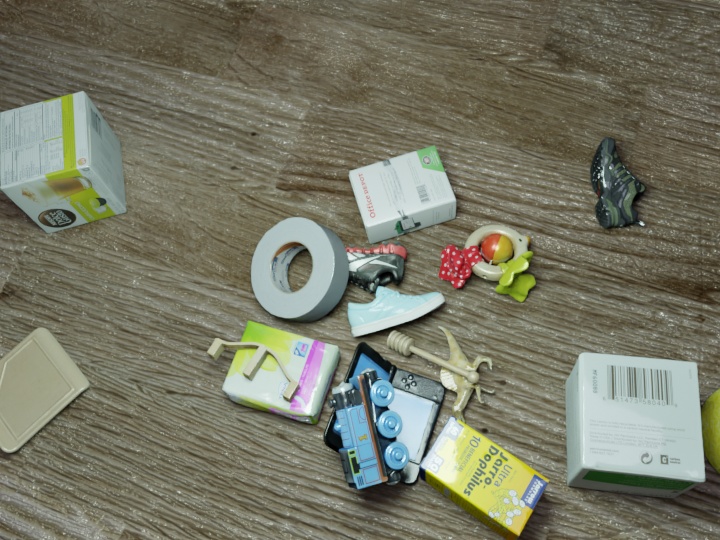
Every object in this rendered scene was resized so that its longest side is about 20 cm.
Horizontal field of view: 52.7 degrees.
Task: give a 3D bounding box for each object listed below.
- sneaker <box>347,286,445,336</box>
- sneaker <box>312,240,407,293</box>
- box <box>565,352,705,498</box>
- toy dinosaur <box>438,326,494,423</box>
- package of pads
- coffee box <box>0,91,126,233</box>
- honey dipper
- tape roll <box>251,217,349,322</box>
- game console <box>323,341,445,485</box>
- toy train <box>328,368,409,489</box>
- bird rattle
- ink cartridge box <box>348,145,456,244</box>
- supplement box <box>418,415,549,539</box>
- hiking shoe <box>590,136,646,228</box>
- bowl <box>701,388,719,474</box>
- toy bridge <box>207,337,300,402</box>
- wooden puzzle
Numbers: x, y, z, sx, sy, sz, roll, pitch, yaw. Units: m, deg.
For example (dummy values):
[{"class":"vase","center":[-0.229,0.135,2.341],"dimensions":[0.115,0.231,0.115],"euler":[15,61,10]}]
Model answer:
[{"class":"sneaker","center":[0.067,0.065,1.437],"dimensions":[0.197,0.074,0.083],"euler":[-18,90,-3]},{"class":"sneaker","center":[0.000,0.000,1.488],"dimensions":[0.196,0.071,0.099],"euler":[-5,62,2]},{"class":"box","center":[0.464,0.269,1.255],"dimensions":[0.195,0.172,0.203],"euler":[4,66,8]},{"class":"toy dinosaur","center":[0.200,0.186,1.387],"dimensions":[0.099,0.058,0.203],"euler":[-7,64,4]},{"class":"package of pads","center":[-0.154,0.201,1.413],"dimensions":[0.197,0.068,0.157],"euler":[14,66,13]},{"class":"coffee box","center":[-0.651,-0.233,1.597],"dimensions":[0.194,0.200,0.203],"euler":[-14,65,0]},{"class":"honey dipper","center":[0.138,0.168,1.385],"dimensions":[0.198,0.038,0.038],"euler":[23,68,33]},{"class":"tape roll","center":[-0.123,-0.001,1.462],"dimensions":[0.197,0.066,0.204],"euler":[-5,79,26]},{"class":"game console","center":[0.049,0.262,1.335],"dimensions":[0.173,0.117,0.203],"euler":[17,68,14]},{"class":"toy train","center":[0.012,0.276,1.261],"dimensions":[0.112,0.087,0.204],"euler":[-11,81,-19]},{"class":"bird rattle","center":[0.263,-0.022,1.477],"dimensions":[0.197,0.114,0.164],"euler":[13,55,26]},{"class":"ink cartridge box","center":[0.088,-0.161,1.546],"dimensions":[0.197,0.085,0.148],"euler":[-16,64,-1]},{"class":"supplement box","center":[0.212,0.365,1.272],"dimensions":[0.198,0.110,0.109],"euler":[31,71,18]},{"class":"hiking shoe","center":[0.542,-0.182,1.522],"dimensions":[0.099,0.076,0.204],"euler":[2,74,-2]},{"class":"bowl","center":[0.706,0.278,1.261],"dimensions":[0.196,0.108,0.203],"euler":[-2,65,4]},{"class":"toy bridge","center":[-0.198,0.174,1.378],"dimensions":[0.198,0.027,0.068],"euler":[26,66,18]},{"class":"wooden puzzle","center":[-0.674,0.240,1.473],"dimensions":[0.200,0.037,0.185],"euler":[-41,67,-18]}]
